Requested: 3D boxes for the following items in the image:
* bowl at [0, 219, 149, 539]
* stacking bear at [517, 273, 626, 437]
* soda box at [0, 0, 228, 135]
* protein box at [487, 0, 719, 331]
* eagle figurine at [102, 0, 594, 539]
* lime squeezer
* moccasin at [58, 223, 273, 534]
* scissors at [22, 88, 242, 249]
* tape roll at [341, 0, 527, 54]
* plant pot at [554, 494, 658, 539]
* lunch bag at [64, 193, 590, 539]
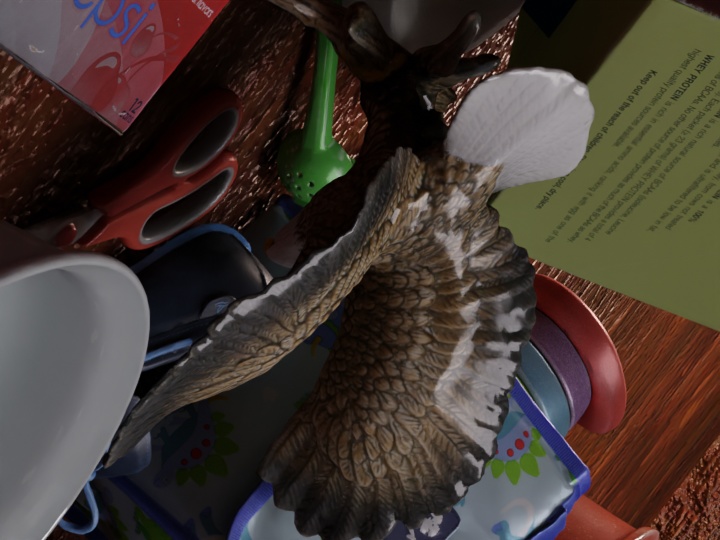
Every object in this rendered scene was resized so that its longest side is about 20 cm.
[{"bbox_3d":[-0.168,0.052,0.629,0.201,0.090,0.201,-46,161,-21],"label":"bowl"},{"bbox_3d":[0.067,0.100,1.282,0.200,0.121,0.114,-36,159,-22],"label":"stacking bear"},{"bbox_3d":[-0.101,-0.106,0.541,0.070,0.063,0.200,-51,163,0],"label":"soda box"},{"bbox_3d":[0.181,-0.078,0.826,0.199,0.199,0.135,125,-17,-58],"label":"protein box"},{"bbox_3d":[-0.002,0.002,0.769,0.151,0.151,0.201,108,-4,-73],"label":"eagle figurine"},{"bbox_3d":[-0.012,-0.059,0.914,0.200,0.038,0.071,55,42,-70],"label":"lime squeezer"},{"bbox_3d":[-0.108,0.053,0.804,0.200,0.068,0.081,-39,163,-23],"label":"moccasin"},{"bbox_3d":[-0.111,-0.013,0.769,0.200,0.014,0.073,-38,159,-42],"label":"scissors"},{"bbox_3d":[0.066,-0.181,0.852,0.203,0.037,0.203,-45,160,-21],"label":"tape roll"},{"bbox_3d":[0.024,0.159,1.059,0.201,0.195,0.201,-45,161,-20],"label":"plant pot"},{"bbox_3d":[-0.020,0.092,0.893,0.170,0.200,0.128,-43,161,-23],"label":"lunch bag"}]
